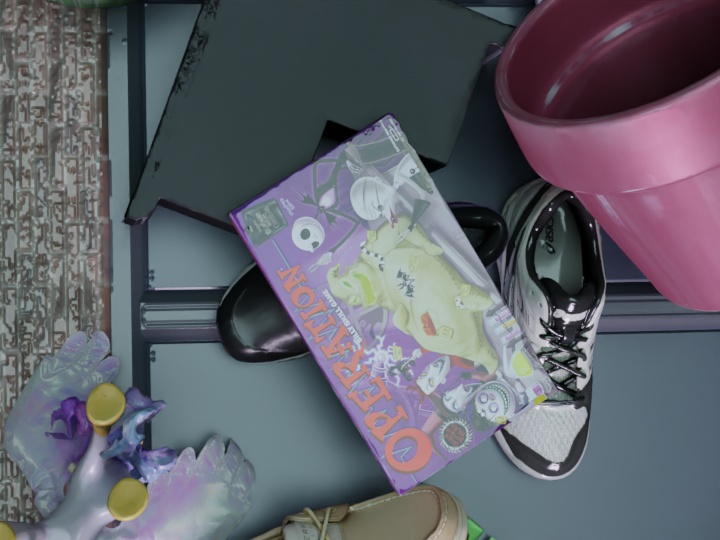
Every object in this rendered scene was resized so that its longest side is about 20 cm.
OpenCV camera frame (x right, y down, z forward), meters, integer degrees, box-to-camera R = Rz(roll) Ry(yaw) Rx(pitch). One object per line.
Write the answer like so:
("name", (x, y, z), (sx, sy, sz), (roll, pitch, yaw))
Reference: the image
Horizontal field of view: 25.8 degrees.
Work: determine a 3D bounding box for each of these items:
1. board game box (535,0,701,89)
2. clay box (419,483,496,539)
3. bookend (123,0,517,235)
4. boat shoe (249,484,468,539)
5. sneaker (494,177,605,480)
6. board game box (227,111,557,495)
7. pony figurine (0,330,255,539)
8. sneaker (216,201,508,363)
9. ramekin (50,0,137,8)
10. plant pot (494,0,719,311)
("board game box", (0.212, -0.221, 1.052), (0.198, 0.043, 0.201), (-8, 86, 9))
("clay box", (0.023, 0.249, 1.024), (0.115, 0.048, 0.201), (38, 83, -4))
("bookend", (-0.026, -0.093, 1.013), (0.198, 0.092, 0.200), (19, 86, -8))
("boat shoe", (-0.030, 0.185, 0.975), (0.199, 0.074, 0.069), (-29, 131, 9))
("sneaker", (0.122, 0.039, 1.031), (0.075, 0.088, 0.202), (-2, 89, -10))
("board game box", (0.020, 0.020, 0.959), (0.119, 0.032, 0.201), (-32, 94, -3))
("pony figurine", (-0.163, 0.137, 0.949), (0.166, 0.200, 0.194), (36, 67, 2))
("sneaker", (0.000, 0.000, 1.013), (0.199, 0.088, 0.076), (-23, 91, -9))
("ramekin", (-0.172, -0.264, 0.997), (0.198, 0.098, 0.202), (0, 87, -8))
("plant pot", (0.205, -0.083, 0.955), (0.199, 0.200, 0.180), (-38, 122, -9))
